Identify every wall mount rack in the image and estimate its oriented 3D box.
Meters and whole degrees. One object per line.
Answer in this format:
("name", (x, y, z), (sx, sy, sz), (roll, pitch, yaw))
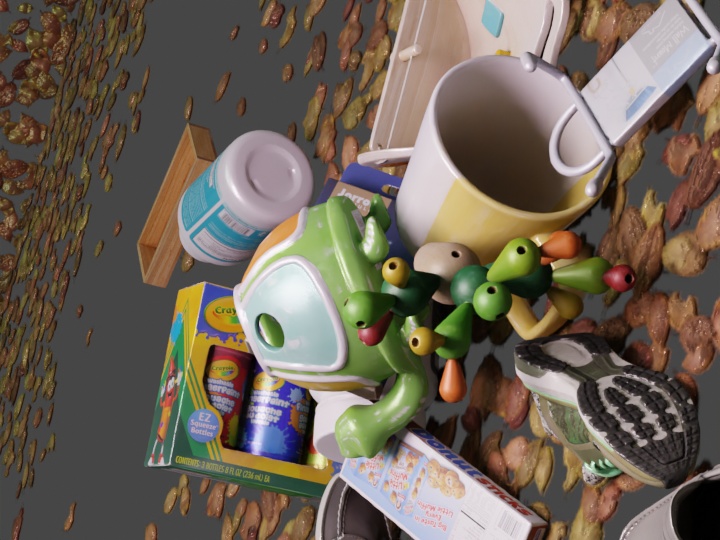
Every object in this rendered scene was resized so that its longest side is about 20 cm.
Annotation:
("wall mount rack", (0.192, -0.135, 1.199), (0.200, 0.074, 0.174), (-48, 40, 23))

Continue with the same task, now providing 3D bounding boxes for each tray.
("tray", (-0.245, -0.087, 2.302), (0.200, 0.037, 0.099), (-65, 25, 26))

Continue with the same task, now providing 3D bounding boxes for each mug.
("mug", (0.096, -0.049, 1.338), (0.153, 0.149, 0.187), (123, 160, -53))

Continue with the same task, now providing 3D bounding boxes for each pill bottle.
("pill bottle", (0.013, 0.061, 1.491), (0.113, 0.113, 0.200), (-40, 40, 54))
("pill bottle", (-0.138, -0.073, 1.939), (0.200, 0.111, 0.111), (-35, 45, 57))

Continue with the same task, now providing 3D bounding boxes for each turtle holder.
("turtle holder", (-0.017, 0.039, 1.347), (0.131, 0.186, 0.141), (-23, 31, 7))

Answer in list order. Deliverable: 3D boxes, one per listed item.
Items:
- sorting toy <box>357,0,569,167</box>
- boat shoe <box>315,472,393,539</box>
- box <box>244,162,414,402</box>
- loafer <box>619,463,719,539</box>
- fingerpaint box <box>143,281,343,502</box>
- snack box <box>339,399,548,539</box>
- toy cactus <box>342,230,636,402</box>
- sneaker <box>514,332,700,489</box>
("sorting toy", (0.106, -0.176, 1.458), (0.180, 0.107, 0.200), (-3, 69, 57))
("boat shoe", (0.007, 0.262, 1.442), (0.061, 0.072, 0.202), (-34, 52, 52))
("box", (0.000, 0.000, 1.443), (0.032, 0.121, 0.200), (77, -144, -62))
("loafer", (0.209, 0.148, 1.027), (0.200, 0.070, 0.070), (-40, 41, 55))
("fingerpaint box", (-0.078, 0.115, 1.558), (0.073, 0.200, 0.167), (-15, 62, 64))
("snack box", (0.060, 0.177, 1.332), (0.200, 0.024, 0.072), (34, 110, 44))
("toy cactus", (0.081, 0.017, 1.219), (0.165, 0.200, 0.102), (-142, 35, -72))
("sneaker", (0.173, 0.111, 1.174), (0.200, 0.077, 0.089), (-133, 30, -63))
